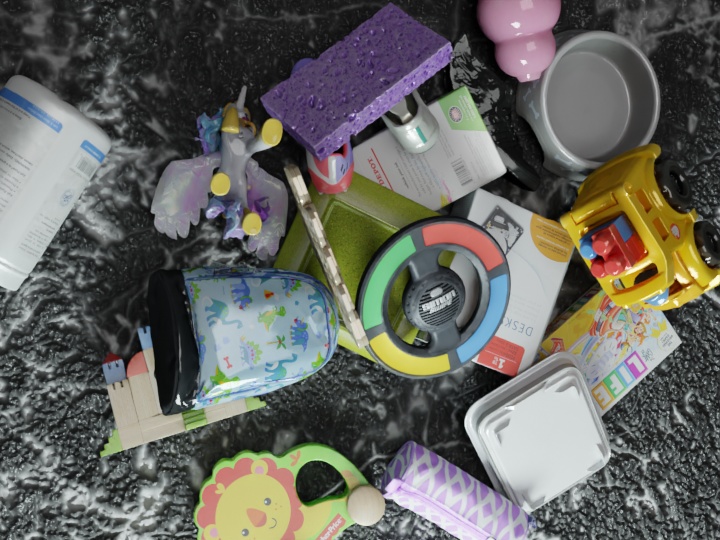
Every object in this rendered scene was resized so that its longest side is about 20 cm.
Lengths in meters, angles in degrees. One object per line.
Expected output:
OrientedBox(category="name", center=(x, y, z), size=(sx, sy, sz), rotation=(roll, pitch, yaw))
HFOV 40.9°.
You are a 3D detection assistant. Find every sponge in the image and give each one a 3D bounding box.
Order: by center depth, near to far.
OrientedBox(category="sponge", center=(-0.003, -0.216, 1.086), size=(0.199, 0.112, 0.030), rotation=(-39, 145, -11))

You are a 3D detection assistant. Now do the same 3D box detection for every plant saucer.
OrientedBox(category="plant saucer", center=(0.000, 0.000, 1.160), size=(0.197, 0.048, 0.202), rotation=(25, 102, -3))

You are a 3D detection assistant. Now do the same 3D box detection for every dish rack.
OrientedBox(category="dish rack", center=(0.236, 0.217, 1.233), size=(0.170, 0.044, 0.202), rotation=(-30, 120, -3))

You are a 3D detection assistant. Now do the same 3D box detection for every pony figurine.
OrientedBox(category="pony figurine", center=(-0.146, -0.106, 1.105), size=(0.163, 0.200, 0.197), rotation=(10, 104, -16))

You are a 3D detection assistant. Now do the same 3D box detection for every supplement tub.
OrientedBox(category="supplement tub", center=(-0.378, -0.097, 1.060), size=(0.131, 0.132, 0.202), rotation=(34, 83, -13))

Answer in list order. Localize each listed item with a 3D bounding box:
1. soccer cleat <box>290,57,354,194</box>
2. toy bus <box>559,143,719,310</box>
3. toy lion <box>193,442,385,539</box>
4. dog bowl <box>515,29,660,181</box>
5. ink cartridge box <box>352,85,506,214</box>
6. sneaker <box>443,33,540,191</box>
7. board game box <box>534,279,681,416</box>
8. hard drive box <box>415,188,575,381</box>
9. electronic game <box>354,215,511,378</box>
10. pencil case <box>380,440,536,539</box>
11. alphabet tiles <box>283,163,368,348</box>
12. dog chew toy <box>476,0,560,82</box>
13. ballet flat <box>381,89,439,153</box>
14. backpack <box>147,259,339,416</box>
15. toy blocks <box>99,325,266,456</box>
OrientedBox(category="soccer cleat", center=(-0.044, -0.183, 1.133), size=(0.065, 0.077, 0.203), rotation=(-6, 60, -7))
OrientedBox(category="toy bus", center=(0.337, -0.024, 1.174), size=(0.202, 0.135, 0.192), rotation=(56, 41, -6))
OrientedBox(category="toy lion", center=(-0.098, 0.292, 1.188), size=(0.192, 0.069, 0.200), rotation=(45, 81, -4))
OrientedBox(category="dog bowl", center=(0.305, -0.221, 1.271), size=(0.196, 0.059, 0.205), rotation=(0, 92, -15))
OrientedBox(category="ink cartridge box", center=(0.067, -0.129, 1.189), size=(0.197, 0.067, 0.119), rotation=(-27, 99, 10))
OrientedBox(category="sneaker", center=(0.174, -0.198, 1.236), size=(0.198, 0.060, 0.105), rotation=(36, 88, -10))
OrientedBox(category="board game box", center=(0.321, 0.106, 1.298), size=(0.199, 0.034, 0.135), rotation=(-40, 101, -10))
OrientedBox(category="hard drive box", center=(0.169, 0.018, 1.234), size=(0.153, 0.077, 0.203), rotation=(21, 87, -14))
OrientedBox(category="electronic game", center=(0.086, 0.034, 1.126), size=(0.196, 0.042, 0.204), rotation=(-8, 114, -18))
OrientedBox(category="pencil case", center=(0.119, 0.298, 1.220), size=(0.198, 0.086, 0.084), rotation=(32, 119, -6))
OrientedBox(category="alphabet tiles", center=(-0.037, -0.018, 1.035), size=(0.014, 0.196, 0.203), rotation=(-23, 99, -5))
OrientedBox(category="dog chew toy", center=(0.195, -0.339, 1.204), size=(0.122, 0.124, 0.204), rotation=(-12, 96, -14))
OrientedBox(category="ballet flat", center=(0.027, -0.221, 1.138), size=(0.069, 0.070, 0.201), rotation=(-26, 57, -12))
OrientedBox(category="backpack", center=(-0.122, 0.068, 1.077), size=(0.197, 0.153, 0.167), rotation=(0, 79, -32))
OrientedBox(category="toy blocks", center=(-0.223, 0.121, 1.137), size=(0.196, 0.100, 0.139), rotation=(-16, 84, -13))
